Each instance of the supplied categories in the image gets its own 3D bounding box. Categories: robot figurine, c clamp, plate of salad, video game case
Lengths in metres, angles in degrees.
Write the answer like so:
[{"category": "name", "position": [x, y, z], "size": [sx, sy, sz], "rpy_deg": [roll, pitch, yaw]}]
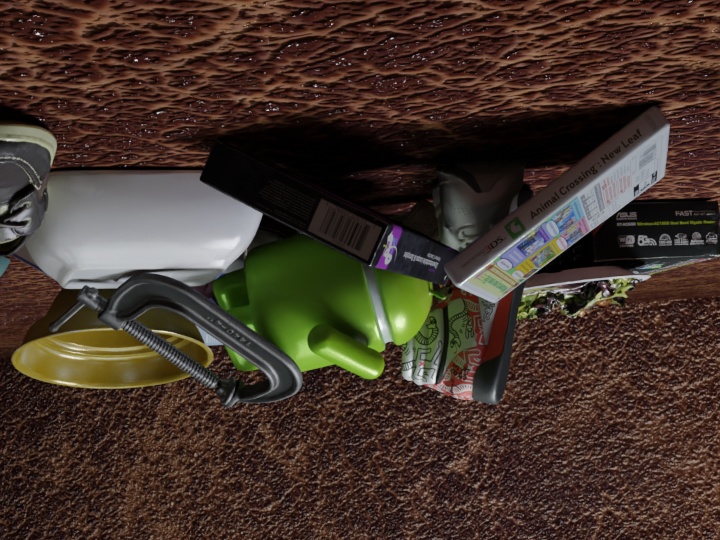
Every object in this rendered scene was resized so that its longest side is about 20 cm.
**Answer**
[{"category": "robot figurine", "position": [-0.026, 0.022, 0.977], "size": [0.197, 0.177, 0.117], "rpy_deg": [-14, 135, 3]}, {"category": "c clamp", "position": [-0.150, 0.061, 0.949], "size": [0.199, 0.027, 0.171], "rpy_deg": [34, 142, -15]}, {"category": "plate of salad", "position": [0.213, 0.029, 1.202], "size": [0.197, 0.049, 0.200], "rpy_deg": [-7, 173, -1]}, {"category": "video game case", "position": [0.155, -0.042, 0.854], "size": [0.181, 0.022, 0.200], "rpy_deg": [-38, 168, 8]}]

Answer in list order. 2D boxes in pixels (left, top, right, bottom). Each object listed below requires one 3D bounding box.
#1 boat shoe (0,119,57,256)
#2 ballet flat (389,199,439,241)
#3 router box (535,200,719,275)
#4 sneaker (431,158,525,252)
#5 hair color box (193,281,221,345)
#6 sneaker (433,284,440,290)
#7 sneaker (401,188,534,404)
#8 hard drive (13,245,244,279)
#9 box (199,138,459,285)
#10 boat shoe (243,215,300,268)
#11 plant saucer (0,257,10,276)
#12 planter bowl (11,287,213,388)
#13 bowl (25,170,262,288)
[{"category": "boat shoe", "position": [-0.234, -0.050, 0.734], "size": [0.072, 0.066, 0.200], "rpy_deg": [-1, 172, -11]}, {"category": "ballet flat", "position": [0.000, 0.000, 1.075], "size": [0.199, 0.068, 0.068], "rpy_deg": [-33, 168, 6]}, {"category": "router box", "position": [0.291, -0.030, 1.257], "size": [0.147, 0.063, 0.200], "rpy_deg": [-2, 173, -12]}, {"category": "sneaker", "position": [0.098, -0.042, 0.924], "size": [0.073, 0.089, 0.200], "rpy_deg": [-3, 173, 3]}, {"category": "hair color box", "position": [-0.173, 0.028, 1.268], "size": [0.197, 0.100, 0.061], "rpy_deg": [-3, 144, -10]}, {"category": "sneaker", "position": [0.016, 0.040, 1.162], "size": [0.079, 0.075, 0.199], "rpy_deg": [-5, 170, -41]}, {"category": "sneaker", "position": [0.096, 0.015, 1.036], "size": [0.106, 0.204, 0.067], "rpy_deg": [10, 172, 18]}, {"category": "hard drive", "position": [-0.227, -0.014, 1.107], "size": [0.198, 0.026, 0.131], "rpy_deg": [1, -170, -36]}, {"category": "box", "position": [-0.015, -0.037, 0.831], "size": [0.142, 0.036, 0.200], "rpy_deg": [27, -175, 19]}, {"category": "boat shoe", "position": [-0.079, 0.015, 1.092], "size": [0.071, 0.073, 0.201], "rpy_deg": [9, 148, 12]}, {"category": "plant saucer", "position": [-0.497, 0.009, 1.259], "size": [0.197, 0.037, 0.200], "rpy_deg": [-4, 173, 0]}, {"category": "planter bowl", "position": [-0.249, 0.053, 1.134], "size": [0.197, 0.085, 0.201], "rpy_deg": [-4, 159, -1]}, {"category": "bowl", "position": [-0.184, -0.029, 0.932], "size": [0.197, 0.076, 0.199], "rpy_deg": [0, 172, -19]}]
